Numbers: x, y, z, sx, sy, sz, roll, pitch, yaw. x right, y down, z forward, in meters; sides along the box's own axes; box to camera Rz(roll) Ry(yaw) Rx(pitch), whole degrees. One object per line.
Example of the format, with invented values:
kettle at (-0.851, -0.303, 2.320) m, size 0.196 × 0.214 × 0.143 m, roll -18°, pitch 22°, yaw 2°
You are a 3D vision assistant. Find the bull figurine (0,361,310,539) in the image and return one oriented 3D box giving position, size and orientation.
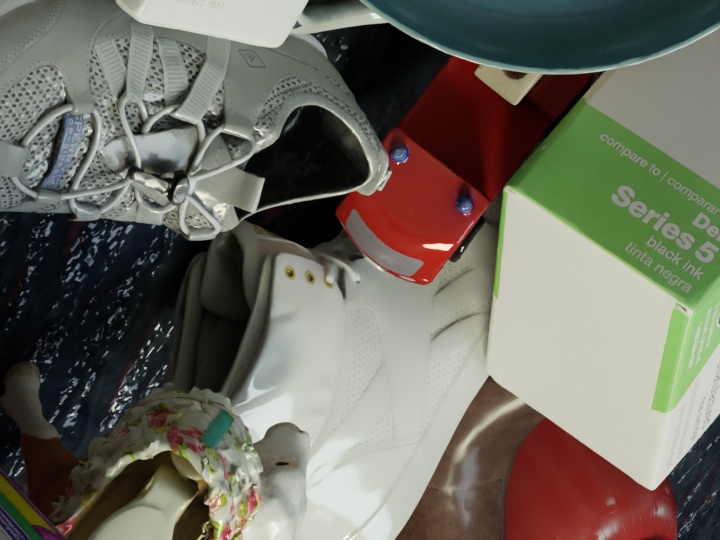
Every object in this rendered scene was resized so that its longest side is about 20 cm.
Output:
bull figurine at (-0.109, 0.108, 0.971) m, size 0.200 × 0.121 × 0.065 m, roll -45°, pitch 135°, yaw -5°

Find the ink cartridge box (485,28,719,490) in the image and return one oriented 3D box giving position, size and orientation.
ink cartridge box at (0.139, -0.041, 1.018) m, size 0.200 × 0.084 × 0.146 m, roll -48°, pitch 161°, yaw -22°

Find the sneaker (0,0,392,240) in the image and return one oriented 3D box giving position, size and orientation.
sneaker at (-0.066, -0.048, 0.897) m, size 0.200 × 0.082 × 0.075 m, roll -14°, pitch 135°, yaw -47°

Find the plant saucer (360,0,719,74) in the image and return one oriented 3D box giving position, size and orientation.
plant saucer at (0.060, -0.162, 0.869) m, size 0.200 × 0.200 × 0.027 m, roll -47°, pitch -171°, yaw -3°

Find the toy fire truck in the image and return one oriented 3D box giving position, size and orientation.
toy fire truck at (0.066, -0.085, 0.963) m, size 0.200 × 0.049 × 0.141 m, roll -52°, pitch 178°, yaw -3°

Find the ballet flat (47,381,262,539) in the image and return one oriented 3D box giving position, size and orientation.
ballet flat at (-0.101, 0.124, 0.896) m, size 0.200 × 0.075 × 0.064 m, roll -60°, pitch -179°, yaw 4°

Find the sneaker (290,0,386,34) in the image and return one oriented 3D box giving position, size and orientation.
sneaker at (0.021, -0.118, 0.945) m, size 0.200 × 0.071 × 0.073 m, roll -26°, pitch 143°, yaw -40°

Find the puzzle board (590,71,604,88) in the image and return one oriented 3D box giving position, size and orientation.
puzzle board at (0.148, -0.094, 1.118) m, size 0.150 × 0.017 × 0.201 m, roll 6°, pitch 97°, yaw -43°

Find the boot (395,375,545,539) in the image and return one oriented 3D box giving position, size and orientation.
boot at (0.047, 0.130, 1.120) m, size 0.200 × 0.167 × 0.072 m, roll -37°, pitch 163°, yaw 31°

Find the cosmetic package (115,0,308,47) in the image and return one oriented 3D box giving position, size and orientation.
cosmetic package at (-0.026, -0.176, 0.784) m, size 0.071 × 0.101 × 0.200 m, roll 5°, pitch 119°, yaw -55°

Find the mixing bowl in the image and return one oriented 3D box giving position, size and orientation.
mixing bowl at (0.073, 0.129, 1.273) m, size 0.200 × 0.108 × 0.200 m, roll -35°, pitch 149°, yaw -25°

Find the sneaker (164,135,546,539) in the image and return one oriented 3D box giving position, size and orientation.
sneaker at (0.000, 0.000, 1.052) m, size 0.116 × 0.074 × 0.200 m, roll 43°, pitch 61°, yaw -34°

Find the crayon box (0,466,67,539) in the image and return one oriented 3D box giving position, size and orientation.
crayon box at (-0.144, 0.085, 0.794) m, size 0.058 × 0.200 × 0.172 m, roll -52°, pitch 139°, yaw 5°
